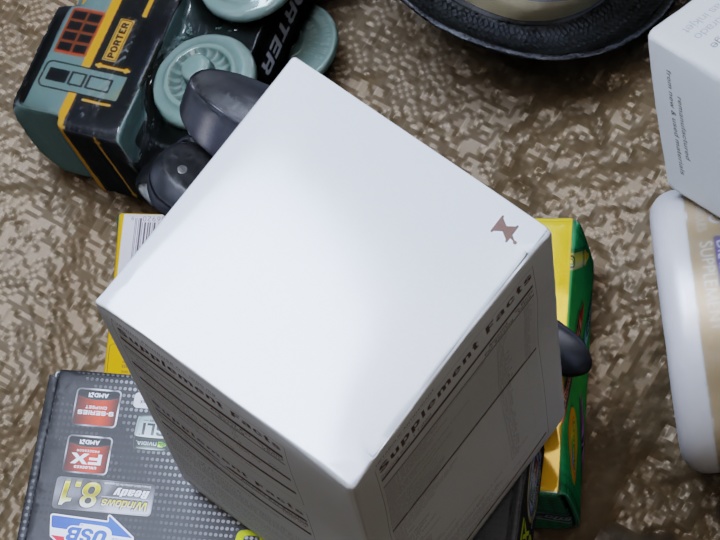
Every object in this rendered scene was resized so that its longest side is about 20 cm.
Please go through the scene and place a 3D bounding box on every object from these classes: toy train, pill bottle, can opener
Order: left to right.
[{"bbox_3d":[-0.069,-0.118,1.290,0.113,0.085,0.201,13,68,24],"label":"toy train"},{"bbox_3d":[0.000,0.000,1.185,0.200,0.079,0.063,37,71,11],"label":"can opener"},{"bbox_3d":[0.220,0.012,1.175,0.199,0.116,0.116,-8,69,6],"label":"pill bottle"}]

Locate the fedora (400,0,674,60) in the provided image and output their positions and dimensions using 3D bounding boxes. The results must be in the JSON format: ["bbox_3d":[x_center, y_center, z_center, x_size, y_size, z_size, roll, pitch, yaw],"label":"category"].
[{"bbox_3d":[0.079,-0.194,1.251,0.200,0.092,0.202,8,65,-17],"label":"fedora"}]

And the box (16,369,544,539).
[{"bbox_3d":[-0.036,0.126,1.148,0.199,0.044,0.161,5,67,13],"label":"box"}]

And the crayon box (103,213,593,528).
[{"bbox_3d":[-0.006,0.041,1.234,0.199,0.058,0.119,1,71,11],"label":"crayon box"}]

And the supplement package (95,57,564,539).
[{"bbox_3d":[-0.004,0.032,1.043,0.109,0.200,0.114,35,76,16],"label":"supplement package"}]

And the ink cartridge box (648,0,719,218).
[{"bbox_3d":[0.228,-0.055,1.096,0.145,0.084,0.200,-35,46,-22],"label":"ink cartridge box"}]
